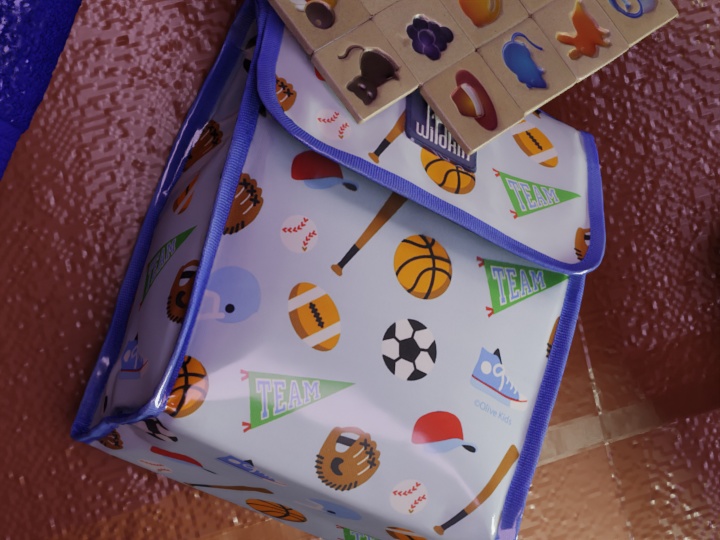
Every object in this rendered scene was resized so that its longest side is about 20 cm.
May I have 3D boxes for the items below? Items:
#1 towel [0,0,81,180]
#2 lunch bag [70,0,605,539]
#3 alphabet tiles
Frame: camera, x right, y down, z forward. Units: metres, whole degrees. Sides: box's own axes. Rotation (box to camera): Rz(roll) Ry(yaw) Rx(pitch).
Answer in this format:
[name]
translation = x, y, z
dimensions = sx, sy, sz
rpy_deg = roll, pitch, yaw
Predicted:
[towel]
translation = -0.205, -0.056, 1.030
dimensions = 0.148, 0.050, 0.200
rpy_deg = 23, 87, -19
[lunch bag]
translation = 0.000, 0.000, 1.073
dimensions = 0.170, 0.124, 0.200
rpy_deg = 25, 71, -19
[alphabet tiles]
translation = 0.039, -0.143, 1.081
dimensions = 0.200, 0.006, 0.166
rpy_deg = -34, 86, -34
